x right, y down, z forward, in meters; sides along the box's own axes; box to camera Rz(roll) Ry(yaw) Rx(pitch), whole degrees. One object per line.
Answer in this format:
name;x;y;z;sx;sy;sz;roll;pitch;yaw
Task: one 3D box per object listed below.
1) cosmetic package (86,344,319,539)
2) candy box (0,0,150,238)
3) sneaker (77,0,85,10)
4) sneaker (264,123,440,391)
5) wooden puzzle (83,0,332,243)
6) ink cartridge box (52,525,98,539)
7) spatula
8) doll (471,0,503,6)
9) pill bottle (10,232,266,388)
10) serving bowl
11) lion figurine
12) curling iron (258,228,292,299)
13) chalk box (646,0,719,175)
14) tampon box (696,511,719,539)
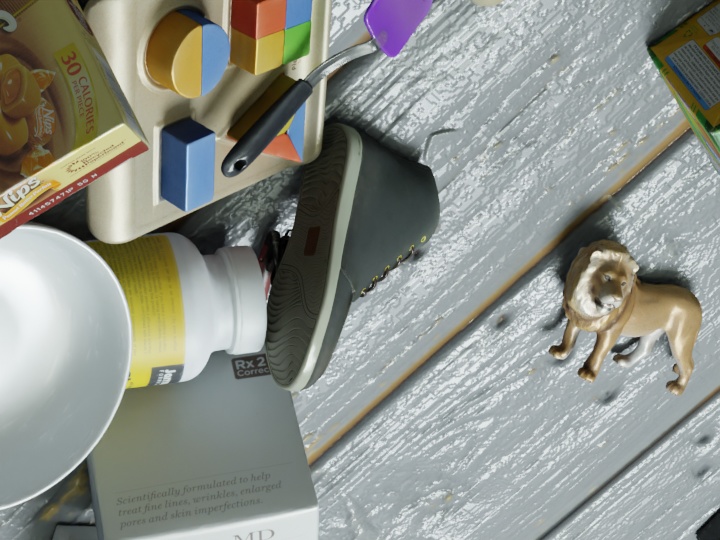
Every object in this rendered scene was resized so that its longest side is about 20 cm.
cosmetic package;-0.127;0.188;1.353;0.163;0.166;0.201;-9;140;-10
candy box;-0.225;-0.135;1.054;0.115;0.201;0.055;-29;162;3
sneaker;-0.180;-0.116;1.170;0.081;0.075;0.200;-40;132;12
sneaker;0.000;0.000;1.290;0.106;0.075;0.202;18;85;-36
wooden puzzle;-0.094;-0.121;1.170;0.199;0.046;0.187;-24;133;-36
ink cartridge box;-0.180;0.290;1.505;0.198;0.068;0.116;7;124;-26
spatula;-0.022;-0.135;1.175;0.200;0.021;0.057;-43;142;-1
doll;0.056;-0.255;1.172;0.136;0.049;0.200;-33;132;7
pill bottle;-0.175;0.031;1.266;0.198;0.112;0.113;-6;129;-17
serving bowl;-0.252;0.057;1.135;0.199;0.066;0.202;-18;119;-35
lion figurine;0.240;0.037;1.482;0.199;0.072;0.123;6;115;-44
curling iron;-0.087;0.048;1.363;0.025;0.050;0.201;7;131;-23
chalk box;0.334;-0.114;1.351;0.123;0.125;0.200;-34;131;7
tampon box;0.473;0.289;1.733;0.199;0.127;0.150;25;114;-35
